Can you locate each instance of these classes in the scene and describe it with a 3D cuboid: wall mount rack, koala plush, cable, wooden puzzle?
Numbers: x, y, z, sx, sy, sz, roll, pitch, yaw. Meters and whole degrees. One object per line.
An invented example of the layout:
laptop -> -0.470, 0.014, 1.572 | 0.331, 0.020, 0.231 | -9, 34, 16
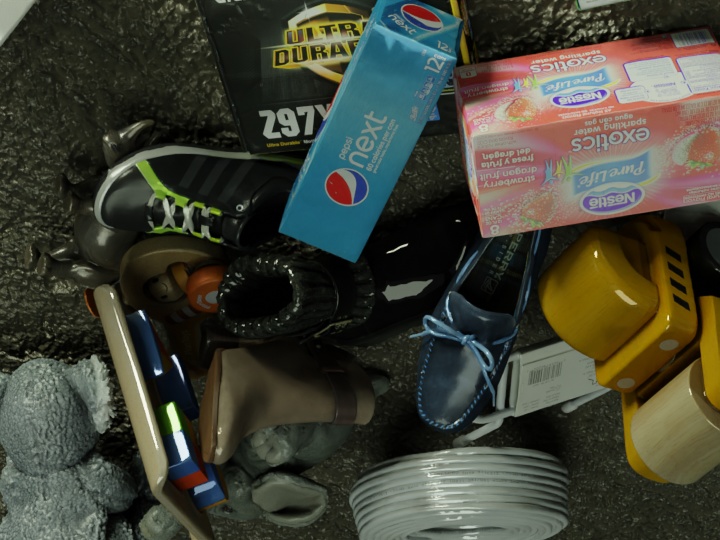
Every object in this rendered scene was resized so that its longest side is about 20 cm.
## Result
wall mount rack -> 0.154, 0.087, 1.410 | 0.200, 0.075, 0.174 | -14, 129, -23
koala plush -> -0.279, 0.170, 1.552 | 0.177, 0.184, 0.201 | -1, 116, 13
cable -> 0.089, 0.209, 1.503 | 0.199, 0.069, 0.200 | -7, 160, 13
wooden puzzle -> -0.158, 0.124, 1.387 | 0.046, 0.186, 0.200 | -20, 153, -3

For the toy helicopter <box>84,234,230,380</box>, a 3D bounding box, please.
toy helicopter -> -0.168, 0.039, 1.465 | 0.132, 0.079, 0.200 | -10, 144, -5

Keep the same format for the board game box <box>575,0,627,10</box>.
board game box -> 0.201, -0.288, 1.151 | 0.153, 0.040, 0.200 | -8, 126, 18

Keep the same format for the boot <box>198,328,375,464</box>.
boot -> -0.060, 0.105, 1.389 | 0.146, 0.200, 0.070 | 13, 120, -13

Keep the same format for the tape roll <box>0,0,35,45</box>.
tape roll -> -0.306, -0.229, 1.206 | 0.139, 0.203, 0.203 | 37, 126, -18

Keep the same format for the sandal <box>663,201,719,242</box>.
sandal -> 0.303, 0.006, 1.353 | 0.082, 0.050, 0.203 | -8, 115, 38

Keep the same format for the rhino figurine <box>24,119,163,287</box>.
rhino figurine -> -0.212, -0.058, 1.408 | 0.087, 0.060, 0.200 | 7, 135, -30

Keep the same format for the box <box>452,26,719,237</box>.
box -> 0.176, -0.102, 1.237 | 0.199, 0.103, 0.095 | -10, 127, 0

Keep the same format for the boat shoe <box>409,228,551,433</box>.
boat shoe -> 0.087, 0.029, 1.292 | 0.084, 0.069, 0.201 | 17, 91, 8

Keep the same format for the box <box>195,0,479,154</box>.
box -> -0.013, -0.175, 1.285 | 0.199, 0.049, 0.160 | -4, 129, 15

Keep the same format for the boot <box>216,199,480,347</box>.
boot -> 0.000, 0.003, 1.354 | 0.158, 0.080, 0.211 | 12, 142, -46

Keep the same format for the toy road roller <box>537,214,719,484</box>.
toy road roller -> 0.217, 0.050, 1.270 | 0.146, 0.200, 0.123 | 16, 140, -21

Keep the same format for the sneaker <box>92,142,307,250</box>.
sneaker -> -0.115, -0.056, 1.345 | 0.199, 0.083, 0.072 | -7, 130, -9

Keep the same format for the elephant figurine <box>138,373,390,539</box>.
elephant figurine -> -0.091, 0.173, 1.529 | 0.155, 0.142, 0.200 | 26, 124, 10

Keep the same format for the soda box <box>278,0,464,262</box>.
soda box -> 0.007, -0.107, 1.256 | 0.068, 0.064, 0.200 | 22, 125, -7
